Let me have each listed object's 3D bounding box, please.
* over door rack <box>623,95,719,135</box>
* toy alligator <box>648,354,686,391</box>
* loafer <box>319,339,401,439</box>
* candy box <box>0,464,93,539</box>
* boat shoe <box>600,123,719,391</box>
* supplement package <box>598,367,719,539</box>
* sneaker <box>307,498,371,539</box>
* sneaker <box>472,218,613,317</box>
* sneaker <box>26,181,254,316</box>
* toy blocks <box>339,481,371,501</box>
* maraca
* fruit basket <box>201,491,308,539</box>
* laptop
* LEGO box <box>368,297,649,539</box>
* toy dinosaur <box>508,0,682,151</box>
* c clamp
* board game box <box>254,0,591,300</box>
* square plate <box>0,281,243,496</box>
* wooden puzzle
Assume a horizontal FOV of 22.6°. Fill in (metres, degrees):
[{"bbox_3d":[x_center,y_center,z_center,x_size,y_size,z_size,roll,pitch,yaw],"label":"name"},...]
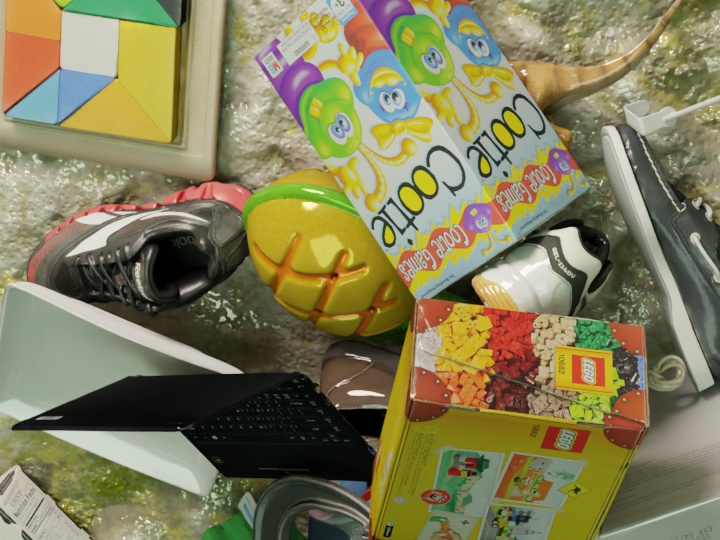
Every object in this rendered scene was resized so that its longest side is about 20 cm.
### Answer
[{"bbox_3d":[0.250,-0.178,1.156,0.198,0.067,0.149,-16,112,9],"label":"over door rack"},{"bbox_3d":[0.154,0.083,1.320,0.199,0.060,0.054,0,157,32],"label":"toy alligator"},{"bbox_3d":[0.057,0.115,1.295,0.198,0.071,0.073,14,145,17],"label":"loafer"},{"bbox_3d":[-0.274,0.280,1.527,0.136,0.061,0.200,-37,103,27],"label":"candy box"},{"bbox_3d":[0.226,-0.017,1.260,0.060,0.076,0.201,-23,105,2],"label":"boat shoe"},{"bbox_3d":[0.250,0.160,1.266,0.121,0.200,0.120,-22,110,21],"label":"supplement package"},{"bbox_3d":[0.048,0.179,1.310,0.198,0.070,0.083,-13,83,22],"label":"sneaker"},{"bbox_3d":[0.136,0.008,1.227,0.087,0.200,0.076,-36,87,8],"label":"sneaker"},{"bbox_3d":[-0.169,-0.008,1.336,0.199,0.098,0.071,-13,115,20],"label":"sneaker"},{"bbox_3d":[0.052,0.190,1.389,0.198,0.100,0.138,1,110,29],"label":"toy blocks"},{"bbox_3d":[0.000,0.000,1.299,0.137,0.108,0.200,-9,139,47],"label":"maraca"},{"bbox_3d":[-0.056,0.289,1.417,0.200,0.093,0.186,52,149,15],"label":"fruit basket"},{"bbox_3d":[-0.107,0.128,1.273,0.176,0.104,0.200,-3,139,40],"label":"laptop"},{"bbox_3d":[0.091,0.114,1.172,0.148,0.078,0.201,7,143,-4],"label":"LEGO box"},{"bbox_3d":[0.125,-0.121,1.232,0.198,0.060,0.107,-3,114,14],"label":"toy dinosaur"},{"bbox_3d":[-0.009,0.248,1.298,0.170,0.027,0.202,3,100,31],"label":"c clamp"},{"bbox_3d":[0.041,-0.098,1.196,0.105,0.103,0.201,-36,88,42],"label":"board game box"},{"bbox_3d":[-0.188,0.089,1.390,0.199,0.029,0.199,23,145,-3],"label":"square plate"},{"bbox_3d":[-0.189,-0.164,1.295,0.183,0.037,0.202,9,118,8],"label":"wooden puzzle"}]
